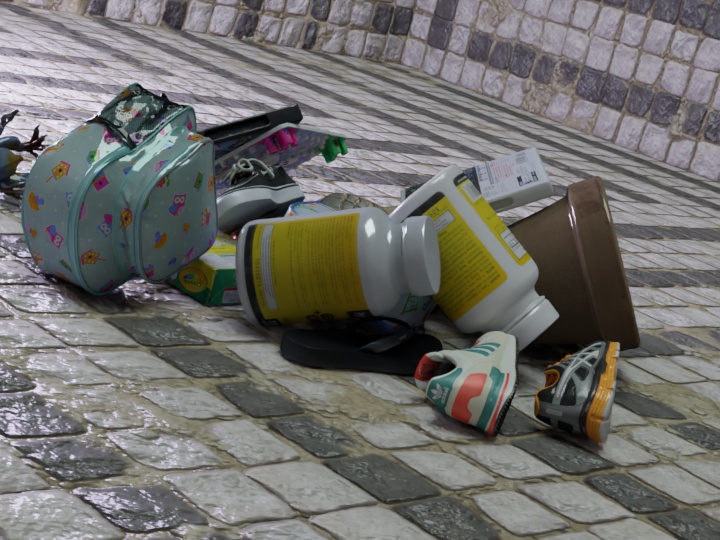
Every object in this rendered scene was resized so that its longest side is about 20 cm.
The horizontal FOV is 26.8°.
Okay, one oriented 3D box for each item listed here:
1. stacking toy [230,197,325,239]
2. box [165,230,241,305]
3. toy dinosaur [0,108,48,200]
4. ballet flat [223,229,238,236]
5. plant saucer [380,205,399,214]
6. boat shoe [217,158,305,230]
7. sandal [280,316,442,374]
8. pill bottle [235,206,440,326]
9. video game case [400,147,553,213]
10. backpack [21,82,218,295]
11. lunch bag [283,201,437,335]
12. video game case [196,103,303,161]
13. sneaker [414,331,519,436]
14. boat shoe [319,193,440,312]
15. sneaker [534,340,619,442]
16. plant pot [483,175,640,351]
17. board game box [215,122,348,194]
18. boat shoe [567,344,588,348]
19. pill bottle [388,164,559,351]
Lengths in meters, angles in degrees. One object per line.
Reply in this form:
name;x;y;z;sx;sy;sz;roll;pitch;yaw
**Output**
stacking toy;-0.089;-0.035;1.837;0.085;0.086;0.199;23;22;31
box;-0.190;-0.018;1.703;0.199;0.049;0.117;29;20;38
toy dinosaur;-0.443;-0.113;1.832;0.199;0.106;0.181;-24;-2;44
ballet flat;-0.133;-0.072;1.911;0.199;0.069;0.072;-8;69;-61
plant saucer;0.046;-0.062;1.984;0.198;0.036;0.200;-5;-3;0
boat shoe;-0.129;-0.098;1.788;0.068;0.073;0.199;59;26;5
sandal;0.011;0.073;1.555;0.199;0.043;0.076;3;17;-40
pill bottle;-0.022;-0.006;1.562;0.198;0.113;0.112;-6;9;14
video game case;0.135;-0.092;1.813;0.180;0.024;0.200;-17;15;6
backpack;-0.245;-0.071;1.556;0.153;0.177;0.199;31;47;30
lunch bag;0.000;0.000;1.697;0.199;0.076;0.160;36;11;13
video game case;-0.185;-0.138;1.873;0.179;0.026;0.200;-19;-9;-28
sneaker;0.103;0.096;1.502;0.093;0.071;0.200;20;16;-2
boat shoe;0.024;-0.015;1.818;0.199;0.074;0.074;37;47;16
sneaker;0.224;0.116;1.554;0.076;0.079;0.200;8;11;10
plant pot;0.216;0.009;1.736;0.173;0.202;0.200;-13;11;8
board game box;-0.132;-0.125;1.925;0.199;0.026;0.200;-27;-10;20
boat shoe;0.201;0.039;1.865;0.199;0.063;0.074;38;19;21
pill bottle;0.122;-0.004;1.628;0.201;0.111;0.111;52;19;4
